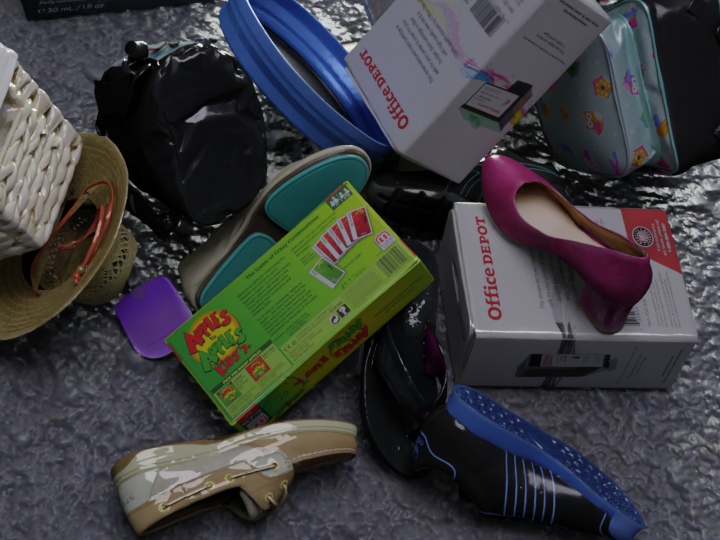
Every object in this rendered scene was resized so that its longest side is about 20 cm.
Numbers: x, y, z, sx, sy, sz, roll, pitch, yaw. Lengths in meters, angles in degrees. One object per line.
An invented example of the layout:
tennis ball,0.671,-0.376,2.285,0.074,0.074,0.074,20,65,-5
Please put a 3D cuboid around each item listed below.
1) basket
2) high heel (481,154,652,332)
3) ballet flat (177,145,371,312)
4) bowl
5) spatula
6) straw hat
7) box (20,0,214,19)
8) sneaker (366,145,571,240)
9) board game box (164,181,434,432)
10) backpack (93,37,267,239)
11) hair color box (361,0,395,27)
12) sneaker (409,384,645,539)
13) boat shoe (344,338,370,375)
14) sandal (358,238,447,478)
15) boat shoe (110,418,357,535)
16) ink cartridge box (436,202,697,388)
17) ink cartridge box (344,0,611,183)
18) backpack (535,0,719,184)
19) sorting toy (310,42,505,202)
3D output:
basket,-0.339,-0.077,1.337,0.200,0.123,0.136,-14,46,31
high heel,0.170,-0.045,1.390,0.067,0.096,0.200,-17,58,-24
ballet flat,-0.078,-0.045,1.416,0.200,0.069,0.069,-42,65,7
bowl,-0.046,-0.173,1.469,0.201,0.039,0.201,43,18,-18
spatula,-0.204,-0.009,1.432,0.057,0.021,0.200,-31,59,-3
straw hat,-0.234,-0.014,1.381,0.085,0.201,0.201,31,39,-42
box,-0.229,-0.356,1.578,0.200,0.197,0.124,-9,56,-18
sneaker,0.099,-0.071,1.514,0.200,0.075,0.079,7,60,-19
board game box,-0.050,0.033,1.357,0.200,0.048,0.102,-41,61,-2
backpack,-0.155,-0.123,1.431,0.127,0.167,0.200,-12,13,-22
hair color box,0.104,-0.252,1.625,0.200,0.061,0.100,5,48,-30
sneaker,0.133,0.173,1.347,0.200,0.078,0.070,34,16,-9
boat shoe,0.000,0.000,1.451,0.071,0.072,0.200,-5,65,-25
sandal,0.039,0.070,1.368,0.075,0.048,0.201,5,77,-28
boat shoe,-0.093,0.164,1.305,0.200,0.074,0.066,-10,69,-17
ink cartridge box,0.175,0.023,1.454,0.200,0.083,0.147,2,53,-10
ink cartridge box,0.097,-0.199,1.449,0.084,0.200,0.145,25,27,-41
backpack,0.244,-0.171,1.542,0.153,0.200,0.176,-19,101,-15
sorting toy,0.035,-0.153,1.585,0.185,0.036,0.200,-12,57,-20
